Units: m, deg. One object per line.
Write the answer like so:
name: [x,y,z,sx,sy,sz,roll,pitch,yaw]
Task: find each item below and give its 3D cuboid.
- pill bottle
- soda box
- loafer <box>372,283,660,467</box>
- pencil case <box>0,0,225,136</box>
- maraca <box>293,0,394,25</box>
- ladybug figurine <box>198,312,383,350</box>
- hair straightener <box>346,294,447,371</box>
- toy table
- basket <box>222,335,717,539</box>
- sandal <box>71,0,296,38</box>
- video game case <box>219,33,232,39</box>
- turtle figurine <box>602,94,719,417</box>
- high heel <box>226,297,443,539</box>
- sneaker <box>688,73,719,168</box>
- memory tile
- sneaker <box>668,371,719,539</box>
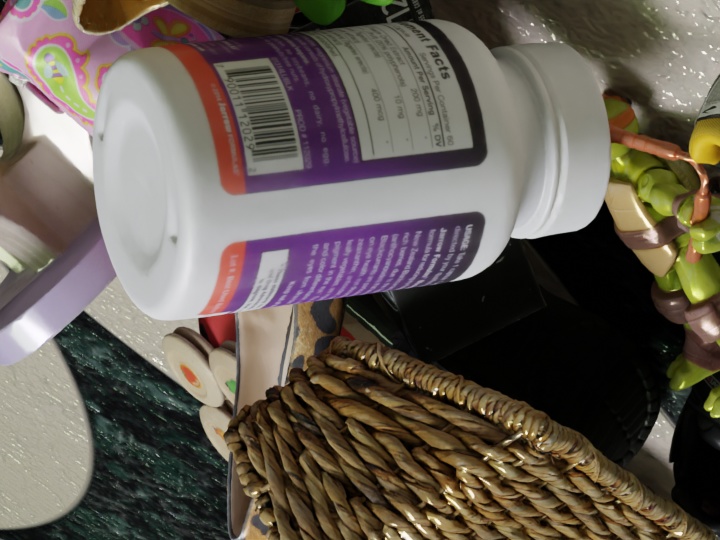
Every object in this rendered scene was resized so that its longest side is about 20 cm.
pill bottle: [-0.002,-0.046,1.245,0.199,0.112,0.111,-7,180,-24]
soda box: [0.017,-0.057,1.358,0.063,0.071,0.200,-120,5,-54]
loafer: [0.078,0.033,1.521,0.200,0.073,0.071,41,176,-35]
pencil case: [-0.090,-0.077,1.438,0.200,0.088,0.087,40,156,-1]
maraca: [-0.057,-0.181,1.212,0.200,0.107,0.137,36,140,18]
ladybug figurine: [-0.029,0.057,1.694,0.135,0.072,0.200,9,147,44]
hair straightener: [0.000,0.000,1.592,0.200,0.041,0.077,36,-166,-7]
toy table: [-0.173,-0.049,1.545,0.117,0.184,0.200,47,-162,-14]
basket: [0.052,0.095,1.425,0.200,0.149,0.143,33,-157,-50]
sandal: [-0.106,-0.132,1.324,0.077,0.070,0.212,3,-154,-39]
video game case: [-0.016,-0.073,1.496,0.200,0.018,0.143,40,156,-14]
turtle figurine: [0.132,-0.020,1.354,0.200,0.064,0.162,16,139,61]
high heel: [-0.063,0.033,1.500,0.200,0.143,0.071,48,160,-16]
sneaker: [0.203,-0.006,1.232,0.200,0.082,0.078,51,154,-12]
memory tile: [-0.034,0.121,1.655,0.153,0.017,0.200,17,140,54]
sneaker: [0.181,0.099,1.498,0.077,0.084,0.200,25,155,18]
